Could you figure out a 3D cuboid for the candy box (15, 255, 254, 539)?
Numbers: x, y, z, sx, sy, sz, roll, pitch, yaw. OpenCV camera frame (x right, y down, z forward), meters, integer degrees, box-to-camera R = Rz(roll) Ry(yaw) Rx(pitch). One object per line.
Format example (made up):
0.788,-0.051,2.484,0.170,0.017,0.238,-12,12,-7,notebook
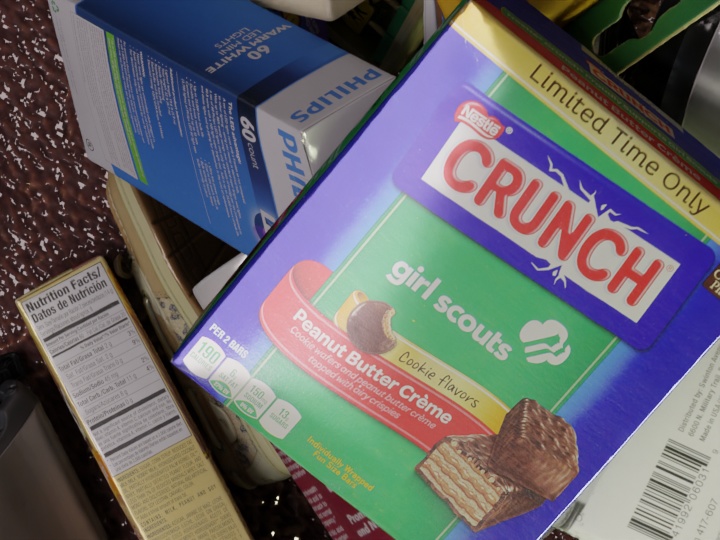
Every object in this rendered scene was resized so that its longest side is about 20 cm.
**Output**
-0.114,0.091,1.490,0.055,0.115,0.200,-29,92,-6,candy box

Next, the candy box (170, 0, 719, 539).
0.051,0.008,1.158,0.169,0.077,0.200,38,105,-6,candy box

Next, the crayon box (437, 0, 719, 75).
0.075,-0.179,1.185,0.127,0.051,0.200,-36,67,32,crayon box

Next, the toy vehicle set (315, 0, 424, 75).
0.008,-0.200,1.348,0.124,0.027,0.200,40,136,11,toy vehicle set

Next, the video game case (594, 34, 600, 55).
0.123,-0.017,1.388,0.200,0.018,0.143,46,121,7,video game case

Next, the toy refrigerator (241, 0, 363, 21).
-0.029,-0.224,1.287,0.070,0.076,0.200,16,128,32,toy refrigerator

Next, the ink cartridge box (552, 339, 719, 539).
0.116,0.046,1.259,0.200,0.084,0.146,25,93,-1,ink cartridge box

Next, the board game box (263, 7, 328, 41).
-0.088,-0.158,1.403,0.134,0.045,0.200,11,124,35,board game box

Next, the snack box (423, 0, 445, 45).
0.063,-0.142,1.302,0.072,0.024,0.200,20,129,29,snack box

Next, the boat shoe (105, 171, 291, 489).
-0.086,0.026,1.482,0.063,0.073,0.200,-22,97,35,boat shoe

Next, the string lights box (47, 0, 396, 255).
-0.061,-0.070,1.318,0.200,0.059,0.103,31,143,42,string lights box

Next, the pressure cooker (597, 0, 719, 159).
0.207,-0.097,1.225,0.200,0.176,0.179,30,120,18,pressure cooker

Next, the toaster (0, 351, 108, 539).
-0.219,0.152,1.541,0.114,0.200,0.129,-11,117,33,toaster

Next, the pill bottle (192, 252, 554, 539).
0.008,0.067,1.419,0.114,0.114,0.200,-34,89,32,pill bottle
